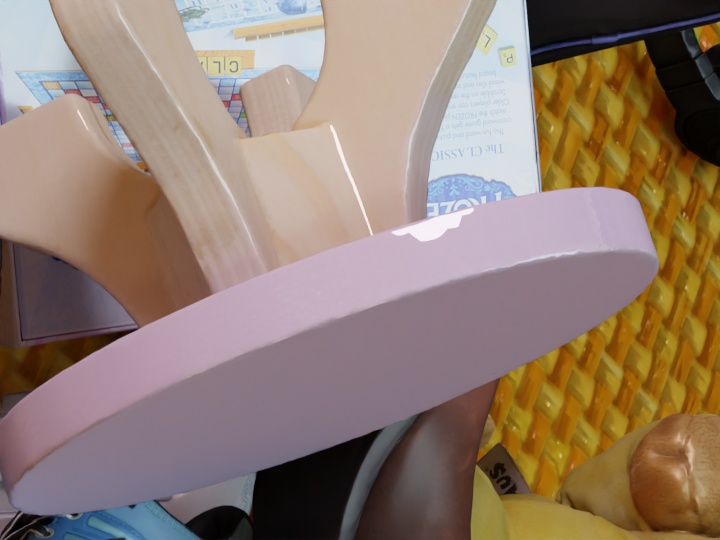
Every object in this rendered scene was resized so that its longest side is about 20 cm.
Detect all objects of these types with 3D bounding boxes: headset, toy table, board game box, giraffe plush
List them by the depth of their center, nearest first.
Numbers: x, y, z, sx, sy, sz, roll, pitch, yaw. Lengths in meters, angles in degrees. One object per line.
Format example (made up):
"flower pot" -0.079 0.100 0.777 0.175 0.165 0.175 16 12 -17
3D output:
"toy table" -0.025 -0.018 0.832 0.184 0.199 0.118 54 17 -72
"board game box" -0.038 -0.086 0.948 0.199 0.041 0.201 -7 95 -28
"giraffe plush" 0.048 0.112 1.025 0.162 0.200 0.173 19 103 -46
"headset" 0.181 -0.081 1.267 0.123 0.094 0.201 -41 107 -36

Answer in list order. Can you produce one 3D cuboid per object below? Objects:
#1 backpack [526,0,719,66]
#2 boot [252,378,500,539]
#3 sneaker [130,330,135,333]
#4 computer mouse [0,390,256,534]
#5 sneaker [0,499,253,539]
"backpack" 0.080 -0.181 1.049 0.134 0.182 0.201 -18 95 -57
"boot" 0.047 0.132 0.919 0.200 0.068 0.189 45 47 -21
"sneaker" 0.000 0.000 1.031 0.199 0.079 0.076 -2 95 -48
"computer mouse" -0.093 0.070 0.949 0.200 0.044 0.110 -4 95 -50
"sneaker" -0.103 0.099 0.882 0.200 0.078 0.090 11 70 -48
